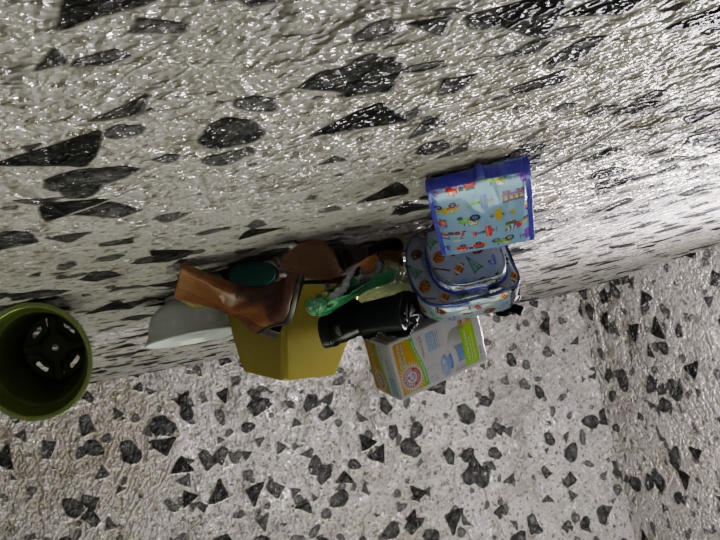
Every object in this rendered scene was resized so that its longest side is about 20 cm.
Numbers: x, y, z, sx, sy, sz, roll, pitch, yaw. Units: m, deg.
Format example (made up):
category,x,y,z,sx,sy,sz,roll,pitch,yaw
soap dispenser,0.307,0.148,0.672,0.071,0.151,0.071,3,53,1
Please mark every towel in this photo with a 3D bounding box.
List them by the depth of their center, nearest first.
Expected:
category,x,y,z,sx,sy,sz,roll,pitch,yaw
towel,0.066,0.051,1.735,0.145,0.037,0.200,18,148,-16

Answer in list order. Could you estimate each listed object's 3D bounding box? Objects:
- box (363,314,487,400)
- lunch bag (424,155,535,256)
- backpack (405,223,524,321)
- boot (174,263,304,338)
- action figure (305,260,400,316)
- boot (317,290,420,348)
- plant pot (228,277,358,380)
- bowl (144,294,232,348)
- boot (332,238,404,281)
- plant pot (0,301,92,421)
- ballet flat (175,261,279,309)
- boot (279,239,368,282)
category,x,y,z,sx,sy,sz,roll,pitch,yaw
box,0.118,0.141,1.625,0.197,0.115,0.101,-21,-165,-24
lunch bag,0.175,-0.103,1.295,0.147,0.096,0.200,-10,163,7
backpack,0.173,-0.005,1.557,0.187,0.203,0.155,-20,147,7
boot,-0.203,0.026,1.475,0.197,0.070,0.188,25,152,-12
action figure,-0.030,0.035,1.504,0.117,0.056,0.199,-30,178,36
boot,0.028,0.080,1.558,0.164,0.078,0.200,-12,-175,15
plant pot,-0.133,0.109,1.700,0.197,0.181,0.197,-1,-176,-43
bowl,-0.344,0.095,1.800,0.196,0.093,0.201,-12,173,-2
boot,0.000,0.000,1.754,0.184,0.070,0.200,-12,171,2
plant pot,-0.571,0.150,1.608,0.195,0.205,0.190,-11,-175,-8
ballet flat,-0.232,0.030,1.589,0.195,0.073,0.071,-9,172,9
boot,-0.082,-0.008,1.581,0.196,0.072,0.145,-7,172,-32
